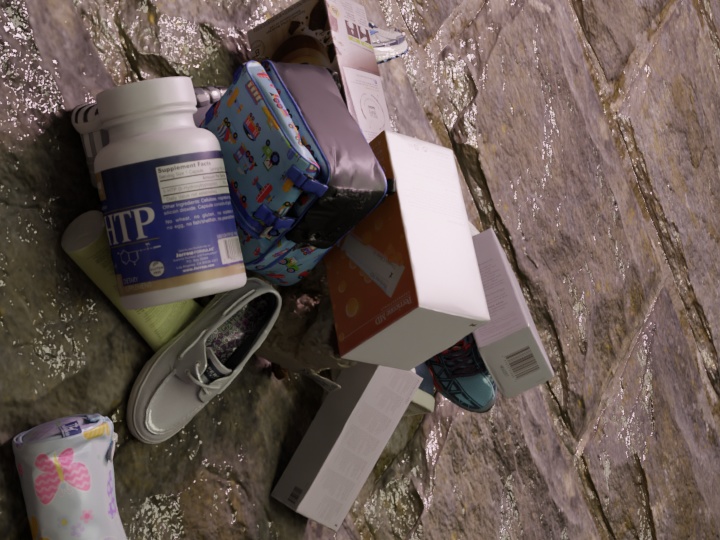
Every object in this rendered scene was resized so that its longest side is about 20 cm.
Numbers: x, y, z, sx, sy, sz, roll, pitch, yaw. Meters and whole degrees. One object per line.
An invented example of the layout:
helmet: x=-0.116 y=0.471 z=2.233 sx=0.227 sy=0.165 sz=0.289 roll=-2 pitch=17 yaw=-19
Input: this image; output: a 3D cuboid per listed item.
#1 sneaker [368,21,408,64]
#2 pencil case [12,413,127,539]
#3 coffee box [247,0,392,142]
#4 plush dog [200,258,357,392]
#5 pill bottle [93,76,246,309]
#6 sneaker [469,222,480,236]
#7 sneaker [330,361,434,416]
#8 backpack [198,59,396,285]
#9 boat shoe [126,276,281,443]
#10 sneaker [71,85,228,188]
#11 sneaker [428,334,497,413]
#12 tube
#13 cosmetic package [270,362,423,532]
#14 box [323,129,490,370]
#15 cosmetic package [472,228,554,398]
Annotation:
sneaker: x=-0.010 y=-0.282 z=1.778 sx=0.200 sy=0.077 sz=0.085 roll=-27 pitch=103 yaw=-55
pencil case: x=-0.251 y=0.229 z=1.334 sx=0.091 sy=0.083 sz=0.200 roll=-14 pitch=99 yaw=-33
coffee box: x=-0.041 y=-0.185 z=1.594 sx=0.080 sy=0.113 sz=0.200 roll=12 pitch=59 yaw=-52
plush dog: x=-0.057 y=0.020 z=1.606 sx=0.161 sy=0.200 sz=0.172 roll=90 pitch=22 yaw=-65
pill bottle: x=-0.181 y=-0.072 z=1.367 sx=0.120 sy=0.120 sz=0.200 roll=-13 pitch=92 yaw=-56
sneaker: x=0.110 y=-0.047 z=1.934 sx=0.200 sy=0.075 sz=0.081 roll=38 pitch=21 yaw=-35
sneaker: x=0.026 y=0.110 z=1.779 sx=0.200 sy=0.075 sz=0.085 roll=39 pitch=49 yaw=-55
backpack: x=-0.090 y=-0.087 z=1.462 sx=0.134 sy=0.200 sz=0.183 roll=1 pitch=53 yaw=-45
boat shoe: x=-0.150 y=0.091 z=1.458 sx=0.200 sy=0.069 sz=0.072 roll=-45 pitch=110 yaw=-15
sneaker: x=-0.201 y=-0.121 z=1.484 sx=0.200 sy=0.075 sz=0.116 roll=-17 pitch=104 yaw=-45
sneaker: x=0.109 y=0.095 z=1.841 sx=0.200 sy=0.079 sz=0.096 roll=61 pitch=2 yaw=-6
tube: x=-0.217 y=0.021 z=1.454 sx=0.200 sy=0.058 sz=0.052 roll=51 pitch=14 yaw=-42
cosmetic package: x=-0.015 y=0.185 z=1.655 sx=0.083 sy=0.051 sz=0.200 roll=38 pitch=80 yaw=-45
box: x=0.037 y=-0.019 z=1.488 sx=0.097 sy=0.124 sz=0.200 roll=13 pitch=55 yaw=-38
cosmetic package: x=0.171 y=0.051 z=1.845 sx=0.200 sy=0.074 sz=0.102 roll=-106 pitch=170 yaw=-52
